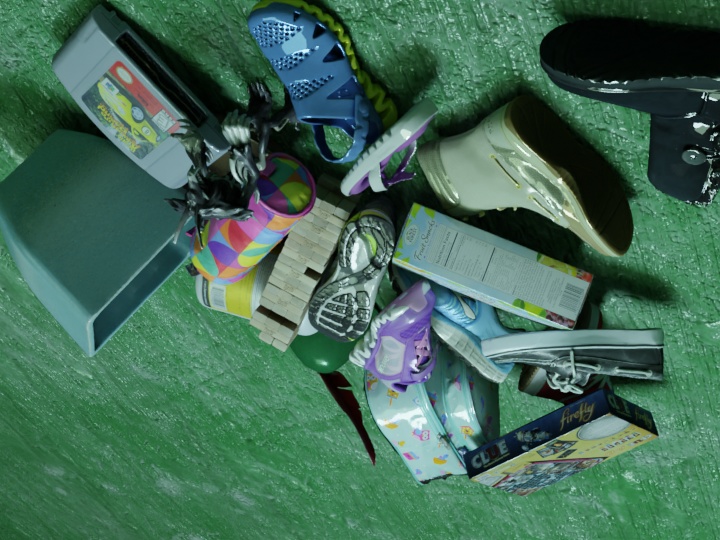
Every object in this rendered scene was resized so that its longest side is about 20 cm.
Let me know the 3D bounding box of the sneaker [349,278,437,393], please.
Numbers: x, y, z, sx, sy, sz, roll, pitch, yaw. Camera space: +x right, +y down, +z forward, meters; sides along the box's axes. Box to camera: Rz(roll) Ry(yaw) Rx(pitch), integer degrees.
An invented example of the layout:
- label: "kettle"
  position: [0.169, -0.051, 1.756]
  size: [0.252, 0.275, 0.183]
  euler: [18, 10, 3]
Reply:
- label: "sneaker"
  position: [0.054, 0.081, 1.429]
  size: [0.089, 0.080, 0.200]
  euler: [49, 155, 10]

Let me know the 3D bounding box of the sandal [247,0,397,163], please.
- label: "sandal"
  position: [-0.039, -0.179, 1.229]
  size: [0.079, 0.088, 0.200]
  euler: [-8, 137, 45]

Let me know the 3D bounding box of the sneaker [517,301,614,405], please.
- label: "sneaker"
  position: [0.272, 0.107, 1.501]
  size: [0.112, 0.072, 0.200]
  euler: [21, 150, -4]

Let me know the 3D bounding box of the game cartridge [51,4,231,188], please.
- label: "game cartridge"
  position: [-0.240, -0.180, 1.368]
  size: [0.200, 0.041, 0.133]
  euler: [46, 147, -13]

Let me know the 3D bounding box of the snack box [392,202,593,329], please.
- label: "snack box"
  position: [0.135, -0.002, 1.353]
  size: [0.198, 0.068, 0.169]
  euler: [21, 178, 1]

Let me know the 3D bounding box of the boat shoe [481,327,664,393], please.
- label: "boat shoe"
  position: [0.231, 0.099, 1.379]
  size: [0.197, 0.069, 0.074]
  euler: [-1, 177, -4]

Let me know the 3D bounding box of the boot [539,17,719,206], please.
- label: "boot"
  position: [0.257, -0.131, 1.111]
  size: [0.198, 0.077, 0.169]
  euler: [6, 143, 15]

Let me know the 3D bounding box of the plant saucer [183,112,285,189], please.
- label: "plant saucer"
  position: [-0.150, -0.117, 1.457]
  size: [0.198, 0.035, 0.201]
  euler: [18, 150, 11]

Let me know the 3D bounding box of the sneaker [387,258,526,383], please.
- label: "sneaker"
  position: [0.114, 0.039, 1.503]
  size: [0.200, 0.090, 0.078]
  euler: [42, 176, -2]

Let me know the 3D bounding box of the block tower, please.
- label: "block tower"
  position: [-0.065, -0.008, 1.442]
  size: [0.054, 0.058, 0.201]
  euler: [27, 113, 3]

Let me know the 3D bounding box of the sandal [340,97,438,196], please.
- label: "sandal"
  position: [0.031, -0.108, 1.271]
  size: [0.050, 0.082, 0.203]
  euler: [48, 160, 0]

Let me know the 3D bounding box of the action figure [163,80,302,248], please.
- label: "action figure"
  position: [-0.136, -0.119, 1.275]
  size: [0.118, 0.201, 0.103]
  euler: [4, 136, 36]

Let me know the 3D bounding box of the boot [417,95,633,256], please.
- label: "boot"
  position: [0.165, -0.077, 1.270]
  size: [0.200, 0.072, 0.154]
  euler: [43, 144, -22]

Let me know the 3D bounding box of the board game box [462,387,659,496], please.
- label: "board game box"
  position: [0.242, 0.211, 1.529]
  size: [0.199, 0.035, 0.135]
  euler: [-30, 146, 26]

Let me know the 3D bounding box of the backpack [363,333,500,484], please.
- label: "backpack"
  position: [0.090, 0.150, 1.592]
  size: [0.152, 0.177, 0.200]
  euler: [-20, 134, 28]

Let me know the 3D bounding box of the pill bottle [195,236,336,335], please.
- label: "pill bottle"
  position: [-0.093, 0.015, 1.553]
  size: [0.198, 0.113, 0.112]
  euler: [15, 150, 12]

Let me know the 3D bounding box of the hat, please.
- label: "hat"
  position: [-0.065, 0.121, 1.640]
  size: [0.198, 0.177, 0.166]
  euler: [6, 147, 26]

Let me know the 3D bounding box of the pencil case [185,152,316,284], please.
- label: "pencil case"
  position: [-0.125, -0.054, 1.406]
  size: [0.088, 0.089, 0.200]
  euler: [31, 143, -16]

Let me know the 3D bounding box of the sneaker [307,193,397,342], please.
- label: "sneaker"
  position: [0.000, 0.000, 1.440]
  size: [0.073, 0.081, 0.201]
  euler: [28, 128, 1]

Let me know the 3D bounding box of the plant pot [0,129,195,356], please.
- label: "plant pot"
  position: [-0.328, -0.050, 1.515]
  size: [0.200, 0.197, 0.196]
  euler: [42, 161, 2]
